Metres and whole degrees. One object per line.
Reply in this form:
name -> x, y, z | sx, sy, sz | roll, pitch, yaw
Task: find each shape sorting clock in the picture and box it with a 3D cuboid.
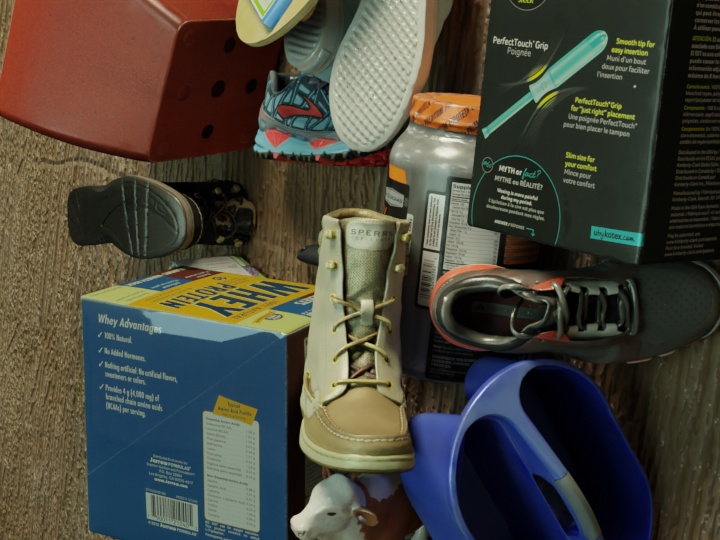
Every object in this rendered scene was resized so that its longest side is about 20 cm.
shape sorting clock -> -0.037, -0.264, 1.122 | 0.200, 0.039, 0.200 | -38, 38, 38

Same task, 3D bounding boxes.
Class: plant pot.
plant pot -> -0.185, -0.202, 1.302 | 0.176, 0.200, 0.200 | 33, 119, 31

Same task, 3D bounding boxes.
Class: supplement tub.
supplement tub -> 0.076, -0.026, 1.050 | 0.123, 0.122, 0.200 | 19, 108, 47

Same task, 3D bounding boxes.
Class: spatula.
spatula -> 0.000, 0.000, 1.206 | 0.200, 0.057, 0.021 | 21, 146, 54

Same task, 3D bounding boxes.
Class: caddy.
caddy -> 0.120, 0.151, 0.973 | 0.105, 0.141, 0.200 | 7, 133, 58

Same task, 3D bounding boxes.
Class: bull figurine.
bull figurine -> 0.013, 0.176, 1.033 | 0.065, 0.200, 0.121 | 26, 116, 21

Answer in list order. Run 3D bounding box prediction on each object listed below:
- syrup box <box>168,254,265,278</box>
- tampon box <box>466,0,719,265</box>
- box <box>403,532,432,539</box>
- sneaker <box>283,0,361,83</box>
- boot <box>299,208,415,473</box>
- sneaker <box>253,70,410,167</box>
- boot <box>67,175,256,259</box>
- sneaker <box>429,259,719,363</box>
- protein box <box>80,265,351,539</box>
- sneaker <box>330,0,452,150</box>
syrup box -> -0.097, 0.067, 1.296 | 0.200, 0.081, 0.079 | 37, 121, 39
tampon box -> 0.173, -0.116, 0.921 | 0.150, 0.126, 0.200 | 17, 106, 47
box -> 0.084, 0.227, 1.127 | 0.160, 0.044, 0.200 | -16, 82, 50
sneaker -> -0.016, -0.231, 1.183 | 0.074, 0.082, 0.200 | -24, 51, 41
boot -> 0.001, 0.042, 0.958 | 0.200, 0.072, 0.155 | -122, 38, -75
sneaker -> -0.025, -0.136, 1.193 | 0.200, 0.079, 0.096 | 9, 98, 49
boot -> -0.162, -0.050, 1.307 | 0.200, 0.151, 0.073 | 0, 93, 51
sneaker -> 0.142, 0.030, 0.944 | 0.200, 0.082, 0.077 | -5, 93, 10
protein box -> -0.105, 0.116, 1.150 | 0.198, 0.135, 0.200 | 8, 105, 29
sneaker -> 0.038, -0.187, 1.099 | 0.074, 0.082, 0.200 | 20, 98, 25
